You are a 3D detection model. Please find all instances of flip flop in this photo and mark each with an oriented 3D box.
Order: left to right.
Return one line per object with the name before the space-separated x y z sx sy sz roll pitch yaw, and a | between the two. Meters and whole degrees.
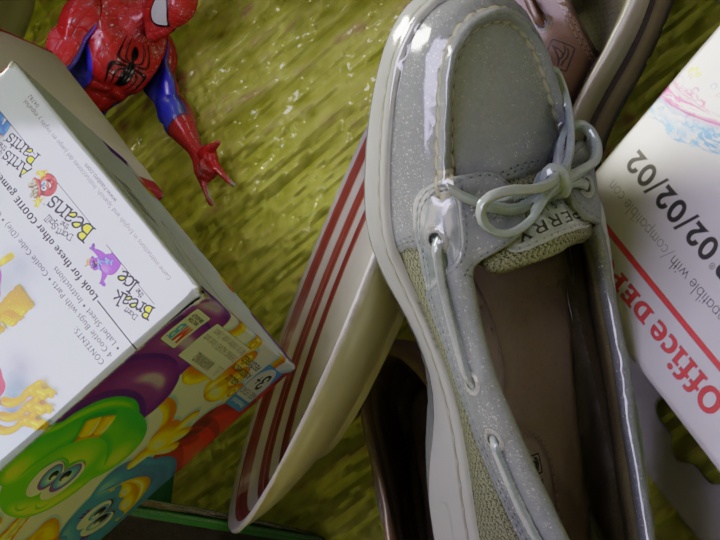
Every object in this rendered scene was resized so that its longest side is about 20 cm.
flip flop | 0.061 -0.080 0.784 0.081 0.057 0.201 -132 61 -73

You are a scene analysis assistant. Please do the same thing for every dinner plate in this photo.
dinner plate | 0.000 0.000 0.787 0.200 0.024 0.201 -157 90 -83

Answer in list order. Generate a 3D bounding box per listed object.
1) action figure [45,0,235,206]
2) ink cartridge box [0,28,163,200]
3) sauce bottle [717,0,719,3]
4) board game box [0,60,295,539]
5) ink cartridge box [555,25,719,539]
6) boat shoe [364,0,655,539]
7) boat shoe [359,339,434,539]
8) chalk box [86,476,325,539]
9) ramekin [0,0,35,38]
action figure | -0.128 -0.039 0.950 0.200 0.065 0.099 -45 47 25
ink cartridge box | -0.189 0.000 0.842 0.200 0.148 0.086 -43 78 9
sauce bottle | 0.139 -0.185 0.755 0.065 0.065 0.201 -10 72 39
board game box | -0.138 0.050 0.730 0.200 0.103 0.105 -41 68 1
ink cartridge box | 0.138 -0.008 0.705 0.200 0.068 0.115 -51 51 20
boat shoe | 0.052 0.013 0.684 0.065 0.074 0.203 6 106 50
boat shoe | 0.040 0.117 0.759 0.071 0.064 0.200 -34 58 30
chalk box | -0.089 0.156 0.823 0.124 0.125 0.201 -24 63 34
ramekin | -0.200 -0.171 0.963 0.105 0.200 0.201 1 77 4
